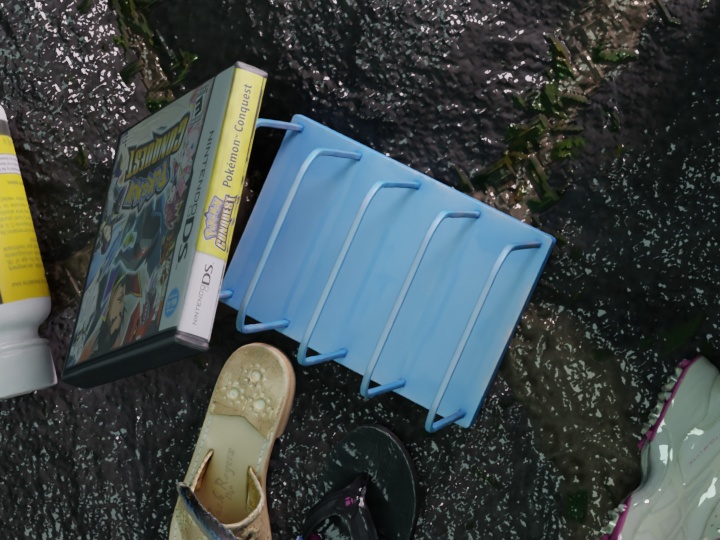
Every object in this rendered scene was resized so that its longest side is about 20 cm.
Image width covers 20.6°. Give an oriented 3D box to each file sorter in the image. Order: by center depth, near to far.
[{"bbox_3d":[0.000,0.000,1.286,0.199,0.123,0.140,26,98,15],"label":"file sorter"}]

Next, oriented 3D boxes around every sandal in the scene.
[{"bbox_3d":[-0.015,0.202,1.334,0.075,0.048,0.202,22,99,15],"label":"sandal"},{"bbox_3d":[-0.097,0.155,1.346,0.077,0.070,0.214,14,96,16],"label":"sandal"}]

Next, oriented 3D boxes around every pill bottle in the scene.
[{"bbox_3d":[-0.279,-0.007,1.373,0.113,0.114,0.202,-16,88,16],"label":"pill bottle"}]

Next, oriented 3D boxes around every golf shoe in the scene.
[{"bbox_3d":[0.201,0.158,1.249,0.091,0.075,0.202,25,89,4],"label":"golf shoe"}]

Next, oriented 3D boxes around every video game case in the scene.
[{"bbox_3d":[-0.130,-0.024,1.277,0.025,0.200,0.183,19,72,-25],"label":"video game case"}]

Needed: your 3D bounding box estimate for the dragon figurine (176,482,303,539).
[{"bbox_3d":[-0.059,0.212,1.294,0.098,0.059,0.202,-5,111,14],"label":"dragon figurine"}]
